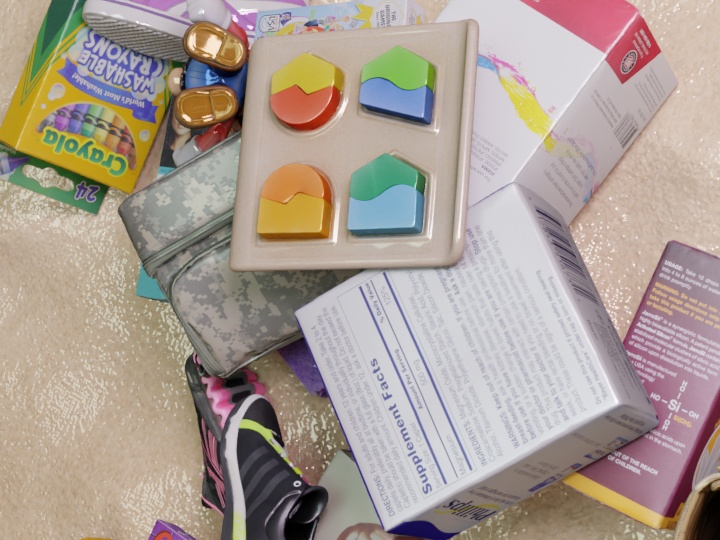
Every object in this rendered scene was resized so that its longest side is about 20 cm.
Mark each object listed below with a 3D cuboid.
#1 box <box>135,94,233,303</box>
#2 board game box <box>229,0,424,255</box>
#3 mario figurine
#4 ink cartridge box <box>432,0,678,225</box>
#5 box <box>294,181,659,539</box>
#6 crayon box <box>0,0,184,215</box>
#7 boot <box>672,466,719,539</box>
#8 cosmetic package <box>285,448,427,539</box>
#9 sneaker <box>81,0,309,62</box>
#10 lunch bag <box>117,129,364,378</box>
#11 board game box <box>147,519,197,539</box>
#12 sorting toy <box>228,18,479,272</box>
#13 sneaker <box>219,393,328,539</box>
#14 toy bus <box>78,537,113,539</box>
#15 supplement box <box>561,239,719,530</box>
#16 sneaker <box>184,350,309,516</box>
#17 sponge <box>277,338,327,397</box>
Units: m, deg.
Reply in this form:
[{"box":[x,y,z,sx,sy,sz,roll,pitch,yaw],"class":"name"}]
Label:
[{"box":[-0.137,-0.068,1.663,0.082,0.049,0.201,7,85,27],"class":"box"},{"box":[-0.025,-0.105,1.430,0.134,0.034,0.201,-2,74,27],"class":"board game box"},{"box":[-0.133,-0.153,1.540,0.106,0.200,0.123,45,91,0],"class":"mario figurine"},{"box":[0.124,-0.130,1.475,0.144,0.145,0.200,36,88,26],"class":"ink cartridge box"},{"box":[0.084,0.071,1.368,0.199,0.105,0.185,-30,68,16],"class":"box"},{"box":[-0.241,-0.155,1.684,0.052,0.125,0.201,26,94,54],"class":"crayon box"},{"box":[0.303,0.151,1.346,0.073,0.155,0.200,42,101,26],"class":"boot"},{"box":[-0.017,0.253,1.520,0.087,0.103,0.201,34,99,27],"class":"cosmetic package"},{"box":[-0.141,-0.243,1.647,0.199,0.073,0.115,9,78,-16],"class":"sneaker"},{"box":[-0.074,-0.022,1.539,0.199,0.139,0.168,-28,82,9],"class":"lunch bag"},{"box":[-0.127,0.292,1.504,0.200,0.032,0.120,23,85,48],"class":"board game box"},{"box":[-0.010,-0.093,1.376,0.199,0.036,0.186,-3,74,27],"class":"sorting toy"},{"box":[-0.060,0.180,1.475,0.082,0.072,0.201,-19,47,17],"class":"sneaker"},{"box":[-0.207,0.336,1.621,0.078,0.065,0.200,-39,66,14],"class":"toy bus"},{"box":[0.244,0.089,1.412,0.085,0.110,0.201,25,93,27],"class":"supplement box"},{"box":[-0.113,0.161,1.605,0.095,0.079,0.201,-39,65,28],"class":"sneaker"},{"box":[0.000,0.000,1.595,0.200,0.030,0.112,-46,66,13],"class":"sponge"}]
